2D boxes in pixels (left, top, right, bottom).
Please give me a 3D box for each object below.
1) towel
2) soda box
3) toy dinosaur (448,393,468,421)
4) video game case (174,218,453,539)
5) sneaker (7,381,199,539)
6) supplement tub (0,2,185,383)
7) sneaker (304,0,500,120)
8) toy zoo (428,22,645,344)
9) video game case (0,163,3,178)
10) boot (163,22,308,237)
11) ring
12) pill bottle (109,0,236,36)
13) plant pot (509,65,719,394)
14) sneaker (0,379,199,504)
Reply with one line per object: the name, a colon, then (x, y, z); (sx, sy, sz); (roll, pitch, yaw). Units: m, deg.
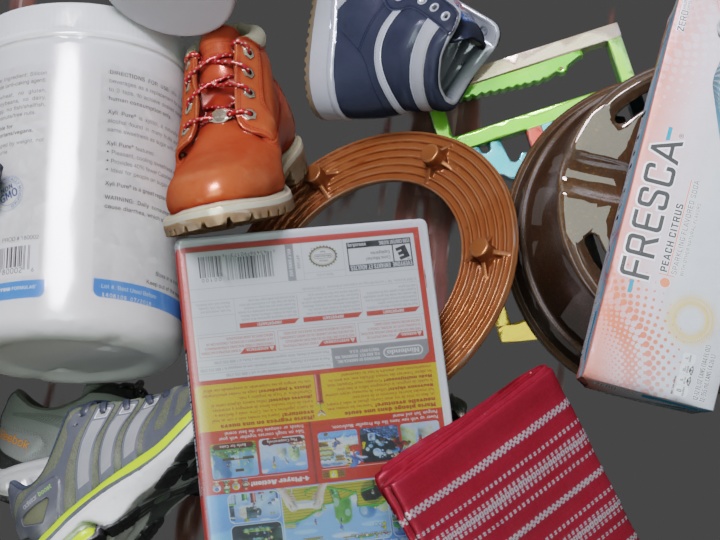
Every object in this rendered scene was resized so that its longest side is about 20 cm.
towel: (0.099, 0.167, 1.071); (0.144, 0.022, 0.200); (-31, 97, -38)
soda box: (0.163, -0.032, 0.964); (0.068, 0.064, 0.201); (14, 87, 5)
toy dinosaur: (0.021, 0.111, 1.173); (0.200, 0.102, 0.077); (-35, 67, -9)
video game case: (-0.021, 0.075, 1.070); (0.143, 0.017, 0.201); (-5, 79, -11)
sneaker: (-0.126, 0.096, 1.118); (0.200, 0.074, 0.081); (-41, 65, 1)
supplement tub: (-0.168, -0.042, 1.157); (0.131, 0.132, 0.201); (0, 73, 4)
sneaker: (0.029, -0.190, 1.186); (0.108, 0.070, 0.201); (5, 92, 30)
toy zoo: (0.128, -0.039, 1.207); (0.131, 0.020, 0.201); (-17, 84, 2)
video game case: (-0.265, 0.012, 1.157); (0.019, 0.143, 0.201); (11, 103, -32)
boot: (-0.080, -0.083, 1.122); (0.075, 0.200, 0.108); (-10, 107, 6)
ring: (0.000, 0.000, 1.158); (0.200, 0.019, 0.201); (-16, 55, 24)
pill bottle: (-0.089, -0.239, 1.155); (0.111, 0.111, 0.200); (12, 56, 5)
plant pot: (0.182, -0.028, 1.093); (0.200, 0.198, 0.201); (0, 85, 3)
sneaker: (-0.128, 0.101, 1.189); (0.199, 0.074, 0.080); (-3, 80, 4)
